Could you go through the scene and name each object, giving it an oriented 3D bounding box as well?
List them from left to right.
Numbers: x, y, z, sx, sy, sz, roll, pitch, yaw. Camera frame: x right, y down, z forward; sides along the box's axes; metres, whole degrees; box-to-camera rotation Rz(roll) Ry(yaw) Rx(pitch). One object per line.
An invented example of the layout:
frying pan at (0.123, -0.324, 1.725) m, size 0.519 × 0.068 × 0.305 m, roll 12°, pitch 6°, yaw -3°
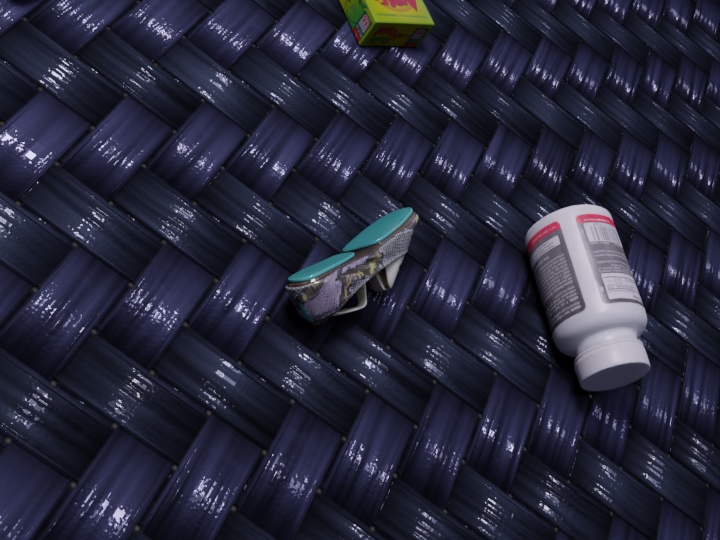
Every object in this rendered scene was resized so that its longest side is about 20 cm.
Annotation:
ballet flat at (0.000, 0.000, 0.993) m, size 0.072 × 0.072 × 0.200 m, roll 50°, pitch 47°, yaw 5°
board game box at (0.011, -0.394, 1.262) m, size 0.101 × 0.048 × 0.201 m, roll -8°, pitch 66°, yaw -37°
pill bottle at (0.270, 0.033, 1.110) m, size 0.110 × 0.111 × 0.201 m, roll 6°, pitch 58°, yaw -30°
